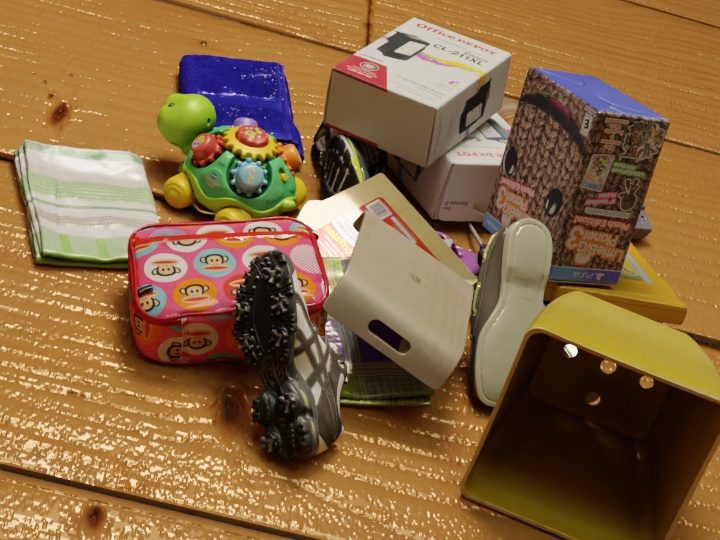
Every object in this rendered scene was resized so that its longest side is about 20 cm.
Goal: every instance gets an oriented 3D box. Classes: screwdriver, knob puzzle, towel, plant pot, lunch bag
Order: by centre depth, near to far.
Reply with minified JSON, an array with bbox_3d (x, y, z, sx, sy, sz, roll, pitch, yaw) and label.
[{"bbox_3d":[0.234,0.134,1.507,0.200,0.200,0.176,22,27,4],"label":"plant pot"},{"bbox_3d":[-0.136,0.010,1.571,0.200,0.082,0.176,-3,40,-11],"label":"lunch bag"},{"bbox_3d":[-0.004,0.058,1.610,0.144,0.023,0.200,3,45,-13],"label":"towel"},{"bbox_3d":[-0.291,-0.072,1.680,0.149,0.031,0.200,2,37,-22],"label":"towel"},{"bbox_3d":[0.000,0.000,1.703,0.220,0.030,0.220,7,54,-10],"label":"knob puzzle"},{"bbox_3d":[0.142,-0.035,1.809,0.028,0.029,0.200,27,19,-15],"label":"screwdriver"},{"bbox_3d":[-0.149,-0.206,1.927,0.148,0.050,0.200,9,35,-17],"label":"towel"}]

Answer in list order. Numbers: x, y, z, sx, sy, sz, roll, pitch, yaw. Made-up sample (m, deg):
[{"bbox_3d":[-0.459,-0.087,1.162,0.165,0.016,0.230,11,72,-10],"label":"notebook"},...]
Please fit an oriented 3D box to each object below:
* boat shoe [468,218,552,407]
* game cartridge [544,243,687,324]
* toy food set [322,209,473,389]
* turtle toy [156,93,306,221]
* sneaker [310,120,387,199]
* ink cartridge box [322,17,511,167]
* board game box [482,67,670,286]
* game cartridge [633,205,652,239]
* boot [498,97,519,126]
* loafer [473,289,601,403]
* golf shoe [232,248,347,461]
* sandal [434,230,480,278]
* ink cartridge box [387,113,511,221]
[{"bbox_3d":[0.151,0.045,1.630,0.072,0.202,0.060,18,-11,-23],"label":"boat shoe"},{"bbox_3d":[0.268,-0.001,1.816,0.176,0.032,0.200,9,19,-15],"label":"game cartridge"},{"bbox_3d":[0.038,0.028,1.584,0.143,0.060,0.200,36,24,-9],"label":"toy food set"},{"bbox_3d":[-0.152,-0.126,1.762,0.200,0.101,0.146,32,35,19],"label":"turtle toy"},{"bbox_3d":[-0.003,-0.130,1.859,0.081,0.074,0.200,15,27,-17],"label":"sneaker"},{"bbox_3d":[0.071,-0.219,1.861,0.146,0.083,0.200,24,36,21],"label":"ink cartridge box"},{"bbox_3d":[0.239,-0.107,1.747,0.097,0.200,0.159,4,22,-27],"label":"board game box"},{"bbox_3d":[0.289,-0.133,1.981,0.130,0.038,0.200,6,55,-41],"label":"game cartridge"},{"bbox_3d":[0.272,-0.161,2.053,0.200,0.077,0.155,9,38,-26],"label":"boot"},{"bbox_3d":[0.188,0.078,1.675,0.070,0.070,0.200,-9,34,-28],"label":"loafer"},{"bbox_3d":[-0.063,0.079,1.477,0.078,0.200,0.094,-9,-3,39],"label":"golf shoe"},{"bbox_3d":[0.055,-0.033,1.778,0.203,0.050,0.082,16,34,-6],"label":"sandal"},{"bbox_3d":[0.119,-0.146,1.932,0.145,0.088,0.200,-1,35,-28],"label":"ink cartridge box"}]
